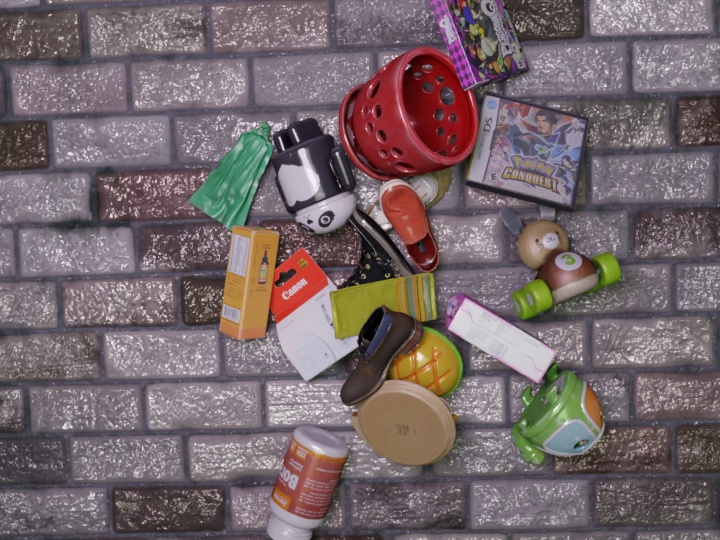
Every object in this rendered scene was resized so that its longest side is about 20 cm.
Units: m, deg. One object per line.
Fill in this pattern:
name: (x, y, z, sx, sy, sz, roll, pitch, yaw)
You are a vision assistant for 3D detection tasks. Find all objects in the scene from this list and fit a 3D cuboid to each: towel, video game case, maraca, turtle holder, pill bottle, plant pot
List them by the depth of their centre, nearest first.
plant pot: (0.076, -0.253, 1.395, 0.182, 0.199, 0.203, -18, 94, 48)
video game case: (0.203, -0.425, 1.416, 0.036, 0.180, 0.202, -19, 94, 46)
towel: (0.043, 0.061, 1.436, 0.198, 0.018, 0.087, -10, 95, -21)
video game case: (0.300, -0.214, 1.459, 0.197, 0.026, 0.183, 14, 73, 1)
turtle holder: (0.352, 0.277, 1.466, 0.131, 0.141, 0.186, 37, 94, -2)
maraca: (0.091, 0.158, 1.486, 0.198, 0.107, 0.138, 26, 108, 8)
pill bottle: (-0.102, 0.401, 1.507, 0.111, 0.112, 0.202, 20, 94, 1)

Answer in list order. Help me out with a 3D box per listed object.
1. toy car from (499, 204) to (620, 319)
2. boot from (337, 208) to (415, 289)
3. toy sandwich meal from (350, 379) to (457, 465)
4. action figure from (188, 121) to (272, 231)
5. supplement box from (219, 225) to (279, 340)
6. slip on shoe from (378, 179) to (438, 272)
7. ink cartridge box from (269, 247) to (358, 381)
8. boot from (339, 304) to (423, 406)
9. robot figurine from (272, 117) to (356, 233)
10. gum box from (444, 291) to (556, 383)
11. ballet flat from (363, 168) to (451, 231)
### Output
toy car: (0.334, -0.039, 1.449, 0.162, 0.158, 0.202, -20, 81, -8)
boot: (0.001, 0.001, 1.463, 0.153, 0.074, 0.204, -36, 126, 7)
toy sandwich meal: (0.083, 0.269, 1.473, 0.202, 0.070, 0.208, 10, 120, 17)
action figure: (-0.219, -0.183, 1.500, 0.117, 0.055, 0.201, 31, 99, 2)
supplement box: (-0.204, 0.021, 1.491, 0.068, 0.066, 0.203, 19, 103, 40)
slip on shoe: (0.092, -0.078, 1.444, 0.073, 0.061, 0.201, -26, 125, 2)
ink cartridge box: (-0.100, 0.082, 1.481, 0.160, 0.047, 0.201, -36, 94, 35)
boot: (0.011, 0.144, 1.412, 0.200, 0.075, 0.097, -49, 129, 8)
robot figurine: (-0.085, -0.165, 1.458, 0.123, 0.150, 0.202, -22, 95, -7)
gum box: (0.244, 0.115, 1.471, 0.199, 0.114, 0.067, 31, 95, -1)
ballet flat: (0.084, -0.127, 1.485, 0.199, 0.071, 0.071, -33, 92, 4)
